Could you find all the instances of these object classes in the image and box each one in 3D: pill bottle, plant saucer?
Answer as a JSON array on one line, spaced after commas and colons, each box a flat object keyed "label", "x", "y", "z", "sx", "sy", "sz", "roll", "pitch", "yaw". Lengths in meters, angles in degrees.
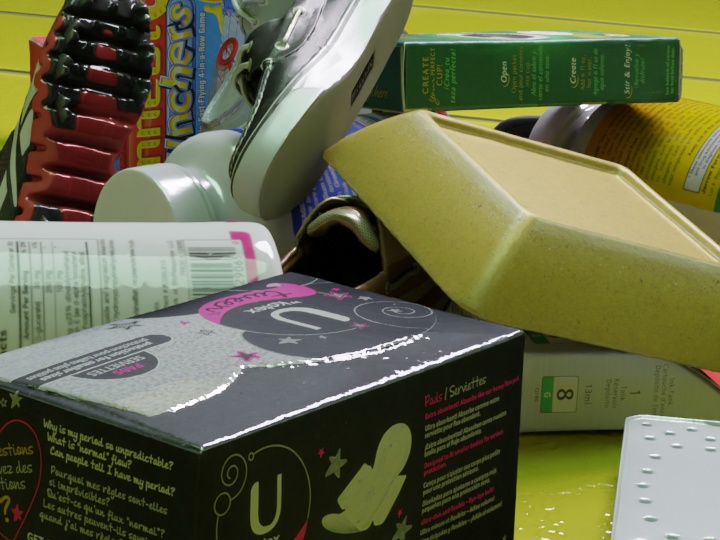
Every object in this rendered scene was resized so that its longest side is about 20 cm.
[{"label": "pill bottle", "x": -0.140, "y": 0.034, "z": 1.017, "sx": 0.199, "sy": 0.114, "sz": 0.113, "roll": 0, "pitch": 15, "yaw": -12}, {"label": "plant saucer", "x": 0.105, "y": -0.022, "z": 1.159, "sx": 0.199, "sy": 0.049, "sz": 0.200, "roll": 13, "pitch": 20, "yaw": -29}, {"label": "pill bottle", "x": 0.203, "y": -0.054, "z": 1.428, "sx": 0.112, "sy": 0.113, "sz": 0.200, "roll": -10, "pitch": 19, "yaw": -40}, {"label": "pill bottle", "x": -0.049, "y": -0.028, "z": 1.275, "sx": 0.199, "sy": 0.113, "sz": 0.112, "roll": -9, "pitch": 19, "yaw": -41}]

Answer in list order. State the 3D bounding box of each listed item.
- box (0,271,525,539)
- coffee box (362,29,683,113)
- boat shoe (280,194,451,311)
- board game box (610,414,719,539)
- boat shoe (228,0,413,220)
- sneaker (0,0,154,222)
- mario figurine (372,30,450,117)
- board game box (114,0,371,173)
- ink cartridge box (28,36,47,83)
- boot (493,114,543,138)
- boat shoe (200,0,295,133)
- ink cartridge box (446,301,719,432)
[{"label": "box", "x": -0.045, "y": 0.079, "z": 0.858, "sx": 0.132, "sy": 0.115, "sz": 0.200, "roll": 14, "pitch": 18, "yaw": 36}, {"label": "coffee box", "x": 0.083, "y": -0.124, "z": 1.379, "sx": 0.199, "sy": 0.044, "sz": 0.123, "roll": -4, "pitch": 10, "yaw": -29}, {"label": "boat shoe", "x": 0.000, "y": 0.000, "z": 1.161, "sx": 0.075, "sy": 0.074, "sz": 0.200, "roll": 11, "pitch": 33, "yaw": 19}, {"label": "board game box", "x": 0.210, "y": 0.112, "z": 0.964, "sx": 0.199, "sy": 0.026, "sz": 0.200, "roll": 5, "pitch": 14, "yaw": 8}, {"label": "boat shoe", "x": -0.035, "y": -0.102, "z": 1.222, "sx": 0.063, "sy": 0.071, "sz": 0.200, "roll": 20, "pitch": 45, "yaw": 12}, {"label": "sneaker", "x": -0.173, "y": -0.072, "z": 1.295, "sx": 0.071, "sy": 0.201, "sz": 0.098, "roll": 13, "pitch": -8, "yaw": -32}, {"label": "mario figurine", "x": 0.030, "y": -0.078, "z": 1.489, "sx": 0.123, "sy": 0.106, "sz": 0.200, "roll": 24, "pitch": 24, "yaw": -37}, {"label": "board game box", "x": -0.086, "y": -0.110, "z": 1.404, "sx": 0.195, "sy": 0.201, "sz": 0.056, "roll": -9, "pitch": 15, "yaw": -36}, {"label": "ink cartridge box", "x": -0.154, "y": -0.122, "z": 1.673, "sx": 0.145, "sy": 0.084, "sz": 0.200, "roll": -4, "pitch": 16, "yaw": -23}, {"label": "boot", "x": 0.195, "y": -0.079, "z": 1.602, "sx": 0.199, "sy": 0.074, "sz": 0.151, "roll": 9, "pitch": 16, "yaw": 7}, {"label": "boat shoe", "x": -0.040, "y": -0.157, "z": 1.334, "sx": 0.071, "sy": 0.201, "sz": 0.070, "roll": 40, "pitch": -4, "yaw": -26}, {"label": "ink cartridge box", "x": 0.155, "y": 0.039, "z": 1.193, "sx": 0.199, "sy": 0.050, "sz": 0.161, "roll": -2, "pitch": 15, "yaw": -11}]
